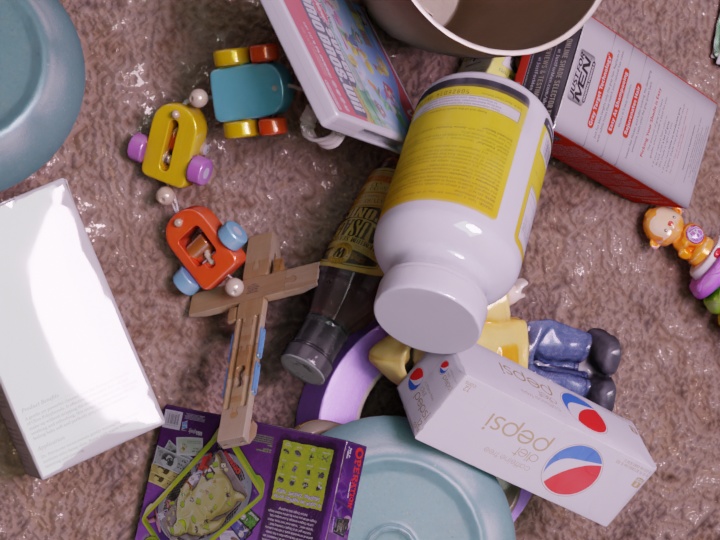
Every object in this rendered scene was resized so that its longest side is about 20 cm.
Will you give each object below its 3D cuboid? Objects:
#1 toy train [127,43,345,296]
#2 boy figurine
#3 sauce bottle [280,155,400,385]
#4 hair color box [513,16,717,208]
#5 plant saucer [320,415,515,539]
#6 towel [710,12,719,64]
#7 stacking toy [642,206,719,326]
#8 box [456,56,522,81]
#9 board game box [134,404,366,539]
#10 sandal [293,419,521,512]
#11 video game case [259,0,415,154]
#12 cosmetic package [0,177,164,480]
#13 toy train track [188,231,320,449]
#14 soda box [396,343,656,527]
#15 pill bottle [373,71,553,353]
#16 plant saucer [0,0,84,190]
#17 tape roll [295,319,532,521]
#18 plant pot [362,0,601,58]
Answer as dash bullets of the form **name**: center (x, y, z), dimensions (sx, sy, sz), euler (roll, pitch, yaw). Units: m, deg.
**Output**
- **toy train**: center (-0.096, -0.083, 1.272), dimensions (0.150, 0.056, 0.200), euler (47, 112, 9)
- **boy figurine**: center (0.105, 0.066, 1.284), dimensions (0.199, 0.064, 0.125), euler (9, 94, -21)
- **sauce bottle**: center (0.000, 0.000, 1.297), dimensions (0.066, 0.066, 0.201), euler (36, 61, -14)
- **hair color box**: center (0.212, -0.131, 1.358), dimensions (0.199, 0.061, 0.102), euler (24, 80, -43)
- **plant saucer**: center (0.021, 0.210, 1.215), dimensions (0.198, 0.036, 0.202), euler (0, 86, -3)
- **towel**: center (0.426, -0.236, 1.497), dimensions (0.199, 0.031, 0.150), euler (14, 83, -18)
- **stacking toy**: center (0.332, 0.007, 1.425), dimensions (0.200, 0.110, 0.116), euler (37, 79, -2)
- **box**: center (0.114, -0.159, 1.363), dimensions (0.050, 0.075, 0.201), euler (30, 77, -17)
- **board game box**: center (-0.087, 0.173, 1.216), dimensions (0.032, 0.199, 0.121), euler (25, 76, -46)
- **sandal**: center (0.036, 0.163, 1.259), dimensions (0.199, 0.054, 0.081), euler (15, 82, -18)
- **video game case**: center (-0.013, -0.161, 1.250), dimensions (0.017, 0.200, 0.144), euler (-30, 76, 18)
- **cosmetic package**: center (-0.238, 0.044, 1.223), dimensions (0.107, 0.085, 0.201), euler (-22, 94, -19)
- **toy train track**: center (-0.082, 0.056, 1.258), dimensions (0.033, 0.114, 0.201), euler (56, 29, -42)
- **soda box**: center (0.129, 0.122, 1.242), dimensions (0.199, 0.064, 0.068), euler (27, 113, -28)
- **pill bottle**: center (0.073, -0.043, 1.211), dimensions (0.112, 0.112, 0.201), euler (30, 54, -15)
- **plant saucer**: center (-0.306, -0.154, 1.209), dimensions (0.199, 0.036, 0.201), euler (3, 75, -10)
- **tape roll**: center (0.050, 0.134, 1.329), dimensions (0.199, 0.066, 0.202), euler (1, 87, -20)
- **plant pot**: center (0.074, -0.248, 1.285), dimensions (0.186, 0.200, 0.189), euler (1, 88, -19)
